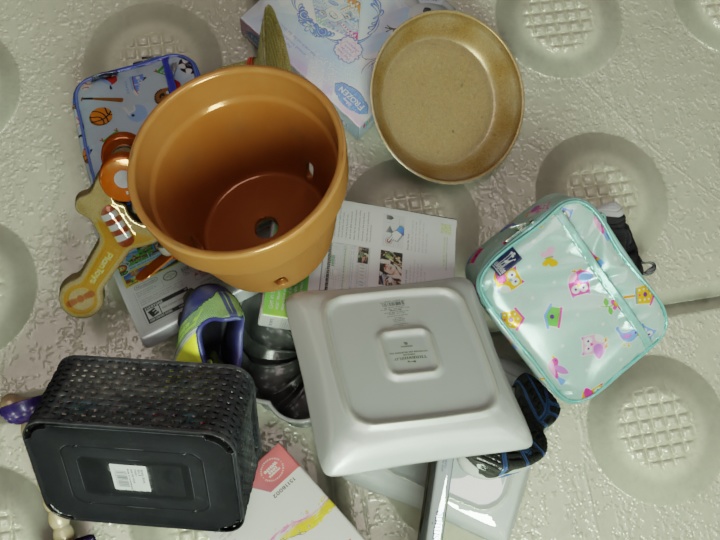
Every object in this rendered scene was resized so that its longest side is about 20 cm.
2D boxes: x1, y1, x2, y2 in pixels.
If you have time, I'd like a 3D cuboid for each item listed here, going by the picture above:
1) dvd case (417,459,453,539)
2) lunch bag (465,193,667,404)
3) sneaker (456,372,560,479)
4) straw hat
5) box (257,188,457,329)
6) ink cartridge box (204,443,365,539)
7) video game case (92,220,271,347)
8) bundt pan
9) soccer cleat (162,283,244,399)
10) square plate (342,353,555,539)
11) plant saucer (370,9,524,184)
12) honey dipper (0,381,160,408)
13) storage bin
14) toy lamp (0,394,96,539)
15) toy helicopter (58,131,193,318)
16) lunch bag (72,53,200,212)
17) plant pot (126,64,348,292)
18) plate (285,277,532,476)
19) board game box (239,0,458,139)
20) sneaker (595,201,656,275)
[{"bbox_3d":[0.069,0.252,0.897,0.017,0.143,0.202,8,89,2],"label":"dvd case"},{"bbox_3d":[0.218,0.024,0.956,0.160,0.077,0.201,-38,101,4],"label":"lunch bag"},{"bbox_3d":[0.140,0.168,0.899,0.076,0.199,0.077,48,115,15],"label":"sneaker"},{"bbox_3d":[-0.121,-0.180,0.992,0.084,0.201,0.203,-8,76,6],"label":"straw hat"},{"bbox_3d":[0.000,0.000,0.939,0.198,0.036,0.146,10,64,-9],"label":"box"},{"bbox_3d":[-0.057,0.284,0.895,0.116,0.068,0.200,-41,54,-13],"label":"ink cartridge box"},{"bbox_3d":[-0.175,-0.028,0.996,0.199,0.023,0.183,-27,54,-10],"label":"video game case"},{"bbox_3d":[-0.037,0.081,0.975,0.199,0.076,0.204,0,64,1],"label":"bundt pan"},{"bbox_3d":[-0.158,0.112,0.915,0.064,0.084,0.202,-4,118,-35],"label":"soccer cleat"},{"bbox_3d":[0.104,0.171,1.002,0.198,0.028,0.200,22,75,1],"label":"square plate"},{"bbox_3d":[0.098,-0.202,1.069,0.198,0.035,0.203,0,91,-19],"label":"plant saucer"},{"bbox_3d":[-0.286,0.137,0.974,0.198,0.038,0.038,-3,76,-4],"label":"honey dipper"},{"bbox_3d":[-0.203,0.167,0.873,0.198,0.136,0.094,2,37,5],"label":"storage bin"},{"bbox_3d":[-0.314,0.229,0.928,0.058,0.058,0.202,-16,86,-9],"label":"toy lamp"},{"bbox_3d":[-0.237,-0.031,0.928,0.132,0.079,0.201,29,105,-26],"label":"toy helicopter"},{"bbox_3d":[-0.230,-0.150,1.017,0.159,0.076,0.202,-16,64,-6],"label":"lunch bag"},{"bbox_3d":[-0.102,-0.071,0.857,0.198,0.140,0.202,-3,64,6],"label":"plant pot"},{"bbox_3d":[0.043,0.083,0.843,0.197,0.032,0.201,-5,50,-14],"label":"plate"},{"bbox_3d":[-0.008,-0.297,1.105,0.200,0.043,0.199,43,76,6],"label":"board game box"},{"bbox_3d":[0.245,0.016,1.030,0.199,0.076,0.114,-36,83,-11],"label":"sneaker"}]
